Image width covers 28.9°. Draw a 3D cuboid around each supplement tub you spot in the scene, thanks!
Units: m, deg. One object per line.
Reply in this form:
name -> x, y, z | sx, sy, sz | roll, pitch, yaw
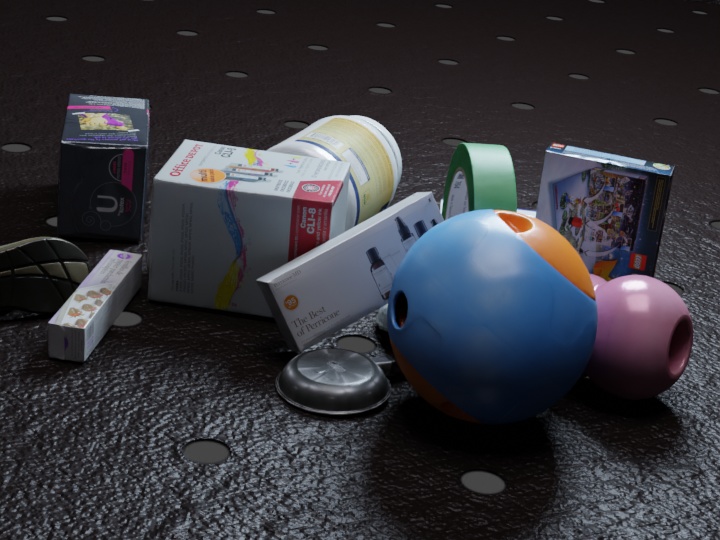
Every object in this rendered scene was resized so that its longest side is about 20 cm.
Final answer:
supplement tub -> -0.039, -0.107, 1.703 | 0.143, 0.146, 0.200 | 14, 24, 19

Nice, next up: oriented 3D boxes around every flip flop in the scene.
flip flop -> -0.373, 0.012, 1.441 | 0.198, 0.082, 0.057 | -14, 15, -29

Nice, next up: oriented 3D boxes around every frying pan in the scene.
frying pan -> 0.010, 0.106, 1.370 | 0.188, 0.031, 0.115 | -1, 24, -10

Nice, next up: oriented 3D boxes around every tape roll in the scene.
tape roll -> 0.124, -0.035, 1.504 | 0.048, 0.203, 0.201 | 3, 23, -7

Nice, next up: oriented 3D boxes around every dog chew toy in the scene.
dog chew toy -> 0.235, 0.058, 1.428 | 0.198, 0.126, 0.124 | 12, 22, 34

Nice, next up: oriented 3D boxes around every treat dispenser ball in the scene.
treat dispenser ball -> 0.124, 0.044, 1.318 | 0.198, 0.203, 0.201 | 5, 23, -2

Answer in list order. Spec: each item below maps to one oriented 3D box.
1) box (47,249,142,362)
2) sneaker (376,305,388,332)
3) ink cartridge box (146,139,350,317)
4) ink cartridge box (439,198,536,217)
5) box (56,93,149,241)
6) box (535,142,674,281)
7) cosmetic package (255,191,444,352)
box -> -0.272, 0.034, 1.445 | 0.038, 0.042, 0.200 | 9, 24, 5
sneaker -> 0.057, 0.011, 1.527 | 0.074, 0.088, 0.200 | 6, 24, -4
ink cartridge box -> -0.121, -0.045, 1.535 | 0.197, 0.146, 0.146 | 7, 23, 5
ink cartridge box -> 0.187, -0.025, 1.704 | 0.197, 0.041, 0.200 | 7, 23, 3
box -> -0.313, -0.130, 1.714 | 0.105, 0.124, 0.200 | 3, 23, -9
box -> 0.255, -0.027, 1.517 | 0.135, 0.202, 0.038 | 13, 23, 15
cosmetic package -> 0.000, 0.000, 1.433 | 0.199, 0.083, 0.051 | -29, 9, -15
